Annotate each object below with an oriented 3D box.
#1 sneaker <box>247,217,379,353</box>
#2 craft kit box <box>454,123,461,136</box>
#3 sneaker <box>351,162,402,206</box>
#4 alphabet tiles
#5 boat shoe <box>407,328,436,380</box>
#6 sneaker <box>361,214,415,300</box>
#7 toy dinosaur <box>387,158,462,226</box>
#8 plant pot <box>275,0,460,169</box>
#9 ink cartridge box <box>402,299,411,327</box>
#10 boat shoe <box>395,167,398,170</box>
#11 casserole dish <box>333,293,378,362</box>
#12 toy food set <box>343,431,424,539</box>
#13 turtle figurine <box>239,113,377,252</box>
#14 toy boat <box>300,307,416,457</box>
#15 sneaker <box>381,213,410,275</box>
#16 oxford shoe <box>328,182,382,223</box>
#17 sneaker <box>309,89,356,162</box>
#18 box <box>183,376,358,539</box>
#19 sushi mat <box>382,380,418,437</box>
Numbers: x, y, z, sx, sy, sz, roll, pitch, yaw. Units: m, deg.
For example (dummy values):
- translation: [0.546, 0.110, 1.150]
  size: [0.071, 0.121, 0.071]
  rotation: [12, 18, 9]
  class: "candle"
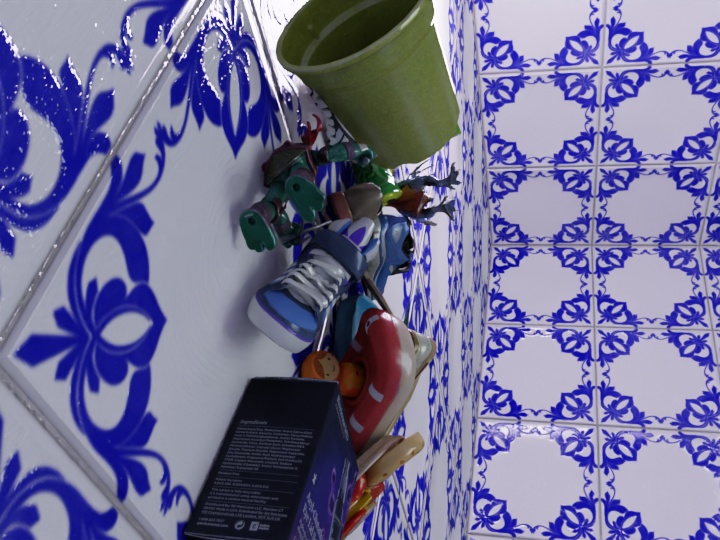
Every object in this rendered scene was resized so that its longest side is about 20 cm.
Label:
- translation: [-0.042, -0.001, 0.822]
  size: [0.147, 0.080, 0.200]
  rotation: [-53, 178, 10]
  class: "sneaker"
- translation: [0.066, -0.286, 1.186]
  size: [0.199, 0.048, 0.200]
  rotation: [-27, 94, -52]
  class: "craft kit box"
- translation: [0.014, -0.151, 1.170]
  size: [0.084, 0.073, 0.201]
  rotation: [59, 10, -27]
  class: "sneaker"
- translation: [0.000, 0.000, 1.055]
  size: [0.168, 0.007, 0.200]
  rotation: [55, -2, 27]
  class: "alphabet tiles"
- translation: [0.038, 0.162, 1.085]
  size: [0.066, 0.200, 0.075]
  rotation: [11, 44, -39]
  class: "boat shoe"
- translation: [0.043, -0.018, 1.184]
  size: [0.201, 0.088, 0.080]
  rotation: [100, -23, -59]
  class: "sneaker"
- translation: [0.073, -0.128, 1.195]
  size: [0.199, 0.179, 0.107]
  rotation: [0, 91, -52]
  class: "toy dinosaur"
- translation: [0.029, -0.231, 0.899]
  size: [0.185, 0.197, 0.203]
  rotation: [55, 35, -40]
  class: "plant pot"
- translation: [0.050, 0.150, 1.290]
  size: [0.201, 0.047, 0.148]
  rotation: [91, 7, -65]
  class: "ink cartridge box"
- translation: [0.034, -0.247, 1.263]
  size: [0.070, 0.070, 0.201]
  rotation: [-55, 145, -21]
  class: "boat shoe"
- translation: [-0.003, 0.106, 1.187]
  size: [0.200, 0.038, 0.123]
  rotation: [43, 50, -70]
  class: "casserole dish"
- translation: [-0.002, 0.293, 0.989]
  size: [0.199, 0.049, 0.199]
  rotation: [-39, 162, -30]
  class: "toy food set"
- translation: [-0.065, -0.094, 0.838]
  size: [0.150, 0.100, 0.200]
  rotation: [-52, -175, 24]
  class: "turtle figurine"
- translation: [-0.018, 0.140, 0.988]
  size: [0.202, 0.129, 0.131]
  rotation: [-60, -152, 21]
  class: "toy boat"
- translation: [0.045, -0.056, 1.277]
  size: [0.201, 0.082, 0.078]
  rotation: [64, 30, -60]
  class: "sneaker"
- translation: [-0.001, -0.082, 1.046]
  size: [0.200, 0.074, 0.072]
  rotation: [-124, -167, -85]
  class: "oxford shoe"
- translation: [-0.007, -0.216, 1.053]
  size: [0.201, 0.089, 0.068]
  rotation: [64, 30, -59]
  class: "sneaker"
- translation: [-0.079, 0.231, 0.769]
  size: [0.201, 0.102, 0.150]
  rotation: [-71, 156, -49]
  class: "box"
- translation: [0.053, 0.269, 1.306]
  size: [0.201, 0.012, 0.097]
  rotation: [-54, 165, -42]
  class: "sushi mat"
